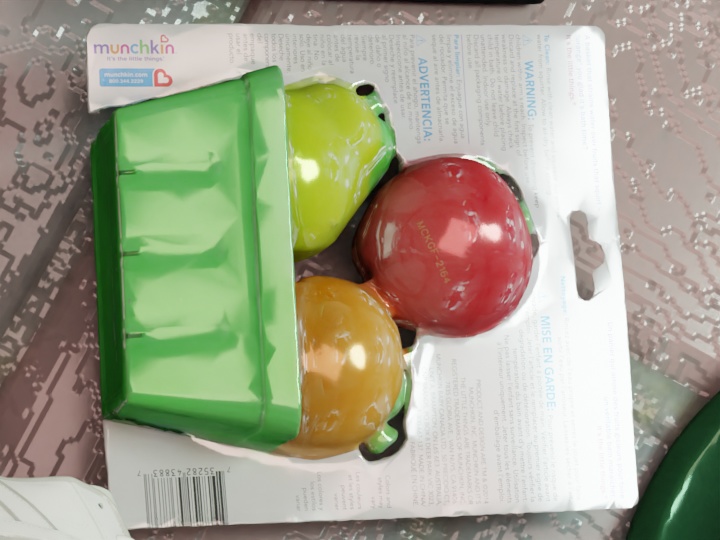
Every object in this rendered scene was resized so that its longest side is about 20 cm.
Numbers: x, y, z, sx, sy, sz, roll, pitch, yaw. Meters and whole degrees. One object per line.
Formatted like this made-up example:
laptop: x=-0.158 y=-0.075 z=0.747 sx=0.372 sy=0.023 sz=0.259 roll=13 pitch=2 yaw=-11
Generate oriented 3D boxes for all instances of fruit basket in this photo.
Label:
fruit basket: x=0.000 y=0.000 z=1.001 sx=0.200 sy=0.094 sz=0.186 roll=-1 pitch=80 yaw=-21

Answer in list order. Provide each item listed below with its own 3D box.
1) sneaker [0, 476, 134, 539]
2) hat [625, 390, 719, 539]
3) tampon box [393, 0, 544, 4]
sneaker: x=-0.090 y=0.118 z=0.911 sx=0.200 sy=0.078 sz=0.099 roll=38 pitch=44 yaw=-3
hat: x=0.207 y=0.144 z=1.027 sx=0.200 sy=0.166 sz=0.176 roll=-52 pitch=126 yaw=-6
tampon box: x=-0.015 y=-0.187 z=1.003 sx=0.199 sy=0.126 sz=0.150 roll=1 pitch=79 yaw=-11
